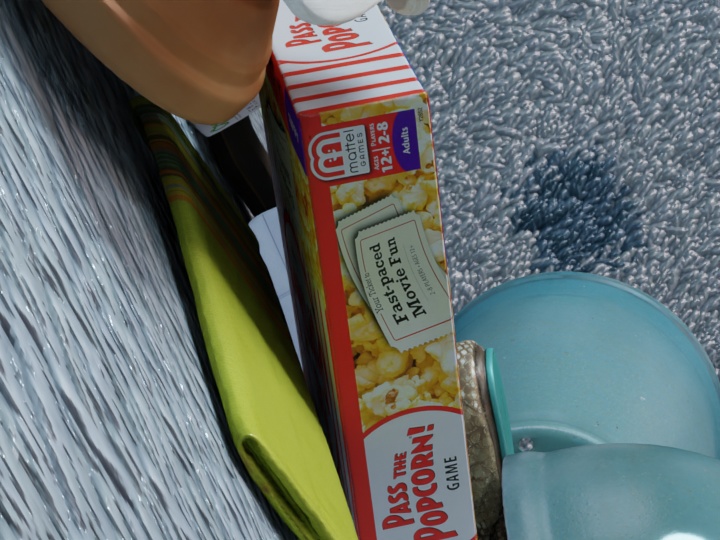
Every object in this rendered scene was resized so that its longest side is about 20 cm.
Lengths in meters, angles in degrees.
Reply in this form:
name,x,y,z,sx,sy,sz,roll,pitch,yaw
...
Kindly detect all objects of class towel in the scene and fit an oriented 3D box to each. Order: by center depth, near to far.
name,x,y,z,sx,sy,sz,roll,pitch,yaw
towel,-0.042,0.021,0.684,0.086,0.018,0.201,56,7,-37

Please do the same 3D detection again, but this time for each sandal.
name,x,y,z,sx,sy,sz,roll,pitch,yaw
sandal,-0.025,-0.021,1.083,0.201,0.054,0.082,64,2,-6

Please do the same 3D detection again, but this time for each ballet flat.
name,x,y,z,sx,sy,sz,roll,pitch,yaw
ballet flat,0.058,0.131,1.049,0.071,0.065,0.202,-72,149,-69

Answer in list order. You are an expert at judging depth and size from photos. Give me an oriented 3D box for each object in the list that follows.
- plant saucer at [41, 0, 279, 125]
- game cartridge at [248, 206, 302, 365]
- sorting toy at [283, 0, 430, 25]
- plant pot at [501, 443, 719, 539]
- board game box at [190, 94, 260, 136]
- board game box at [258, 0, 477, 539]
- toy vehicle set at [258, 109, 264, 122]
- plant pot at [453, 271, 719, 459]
name,x,y,z,sx,sy,sz,roll,pitch,yaw
plant saucer,-0.084,-0.141,0.642,0.201,0.037,0.201,54,15,-22
game cartridge,0.003,0.070,0.938,0.133,0.041,0.201,72,-7,-78
sorting toy,-0.018,-0.160,0.584,0.200,0.106,0.182,-34,111,-74
plant pot,0.158,0.170,0.960,0.200,0.133,0.202,-16,90,-80
board game box,-0.104,-0.153,0.788,0.201,0.034,0.126,60,2,5
board game box,0.000,0.000,0.752,0.152,0.046,0.202,-111,-168,-61
toy vehicle set,-0.033,-0.094,1.026,0.125,0.026,0.201,56,8,-49
plant pot,0.113,0.124,1.179,0.201,0.199,0.188,63,17,-10
